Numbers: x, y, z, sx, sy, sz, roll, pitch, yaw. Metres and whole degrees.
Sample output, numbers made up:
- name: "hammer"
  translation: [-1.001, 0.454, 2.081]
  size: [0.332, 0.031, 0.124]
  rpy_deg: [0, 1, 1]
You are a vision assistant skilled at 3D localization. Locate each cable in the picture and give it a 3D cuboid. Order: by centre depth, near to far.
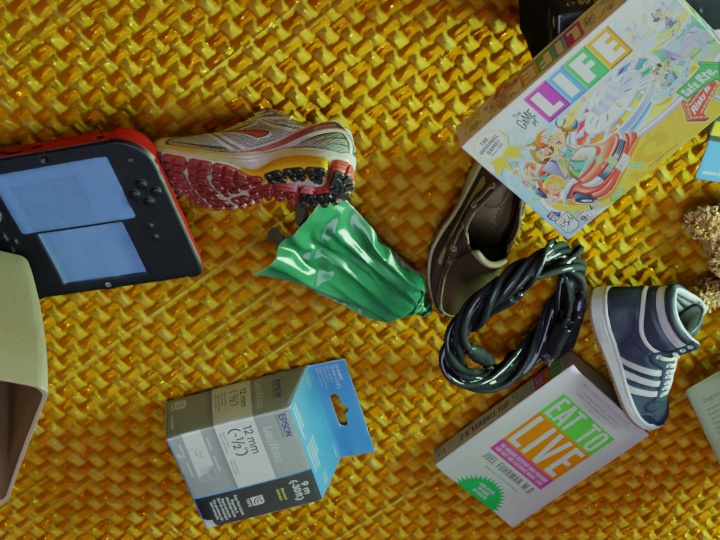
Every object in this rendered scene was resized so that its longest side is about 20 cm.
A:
- name: "cable"
  translation: [0.157, 0.043, 1.535]
  size: [0.163, 0.051, 0.200]
  rpy_deg: [-14, 141, -21]

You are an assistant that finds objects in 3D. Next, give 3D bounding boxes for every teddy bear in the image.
- name: "teddy bear"
  translation: [0.406, -0.002, 1.550]
  size: [0.145, 0.067, 0.200]
  rpy_deg: [-12, 126, 4]

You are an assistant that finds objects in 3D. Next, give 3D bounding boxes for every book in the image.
- name: "book"
  translation: [0.199, 0.187, 1.680]
  size: [0.200, 0.048, 0.134]
  rpy_deg: [-40, 117, 22]

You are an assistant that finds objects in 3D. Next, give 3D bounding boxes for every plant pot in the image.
- name: "plant pot"
  translation: [-0.401, 0.079, 1.422]
  size: [0.199, 0.177, 0.200]
  rpy_deg: [14, 136, -16]

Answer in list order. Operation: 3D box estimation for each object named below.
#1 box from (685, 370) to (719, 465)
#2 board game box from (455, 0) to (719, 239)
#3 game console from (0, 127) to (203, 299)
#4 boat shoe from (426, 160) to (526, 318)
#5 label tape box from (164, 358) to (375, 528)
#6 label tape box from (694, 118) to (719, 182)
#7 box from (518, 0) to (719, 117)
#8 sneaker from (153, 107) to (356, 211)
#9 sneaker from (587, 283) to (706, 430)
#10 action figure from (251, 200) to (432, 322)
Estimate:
- name: "box"
  translation: [0.492, 0.189, 1.617]
  size: [0.200, 0.172, 0.199]
  rpy_deg: [-29, 136, 14]
- name: "board game box"
  translation: [0.194, -0.131, 1.201]
  size: [0.134, 0.034, 0.200]
  rpy_deg: [37, 114, -27]
- name: "game console"
  translation: [-0.265, -0.048, 1.427]
  size: [0.200, 0.031, 0.177]
  rpy_deg: [-7, 127, 14]
- name: "boat shoe"
  translation: [0.115, -0.025, 1.489]
  size: [0.075, 0.075, 0.203]
  rpy_deg: [6, 125, -12]
- name: "label tape box"
  translation: [-0.094, 0.187, 1.625]
  size: [0.200, 0.066, 0.143]
  rpy_deg: [-13, 127, 5]
- name: "label tape box"
  translation: [0.403, -0.176, 1.423]
  size: [0.144, 0.063, 0.200]
  rpy_deg: [8, 125, -13]
- name: "box"
  translation: [0.245, -0.224, 1.284]
  size: [0.200, 0.199, 0.123]
  rpy_deg: [-8, 126, -1]
- name: "sneaker"
  translation: [-0.100, -0.106, 1.411]
  size: [0.200, 0.082, 0.078]
  rpy_deg: [2, 147, 9]
- name: "sneaker"
  translation: [0.318, 0.092, 1.585]
  size: [0.108, 0.070, 0.200]
  rpy_deg: [-9, 130, 27]
- name: "action figure"
  translation: [0.000, 0.000, 1.507]
  size: [0.200, 0.055, 0.118]
  rpy_deg: [32, 115, -34]
